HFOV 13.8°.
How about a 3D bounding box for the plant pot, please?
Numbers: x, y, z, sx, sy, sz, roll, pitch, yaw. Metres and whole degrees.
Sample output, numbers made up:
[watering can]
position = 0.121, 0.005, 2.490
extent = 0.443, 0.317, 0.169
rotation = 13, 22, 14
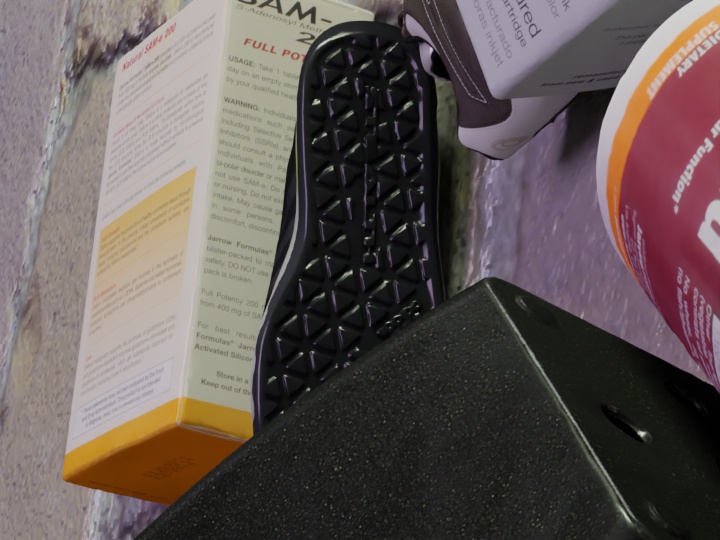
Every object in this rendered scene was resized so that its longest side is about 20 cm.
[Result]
[plant pot]
position = 0.054, 0.124, 0.823
extent = 0.178, 0.199, 0.200
rotation = -55, 30, 15

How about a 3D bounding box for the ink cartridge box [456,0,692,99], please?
[ink cartridge box]
position = 0.099, -0.164, 0.940
extent = 0.200, 0.083, 0.146
rotation = -39, 66, 53

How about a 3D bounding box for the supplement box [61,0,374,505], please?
[supplement box]
position = -0.060, -0.010, 1.262
extent = 0.126, 0.073, 0.200
rotation = -27, 53, 59

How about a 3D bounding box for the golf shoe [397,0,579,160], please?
[golf shoe]
position = 0.039, -0.123, 1.113
extent = 0.095, 0.078, 0.200
rotation = -61, 26, 31

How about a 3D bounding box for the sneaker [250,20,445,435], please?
[sneaker]
position = 0.000, 0.000, 1.166
extent = 0.083, 0.072, 0.200
rotation = 103, 176, -75

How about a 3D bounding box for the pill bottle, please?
[pill bottle]
position = 0.144, 0.008, 0.766
extent = 0.114, 0.114, 0.200
rotation = -66, 26, 20
